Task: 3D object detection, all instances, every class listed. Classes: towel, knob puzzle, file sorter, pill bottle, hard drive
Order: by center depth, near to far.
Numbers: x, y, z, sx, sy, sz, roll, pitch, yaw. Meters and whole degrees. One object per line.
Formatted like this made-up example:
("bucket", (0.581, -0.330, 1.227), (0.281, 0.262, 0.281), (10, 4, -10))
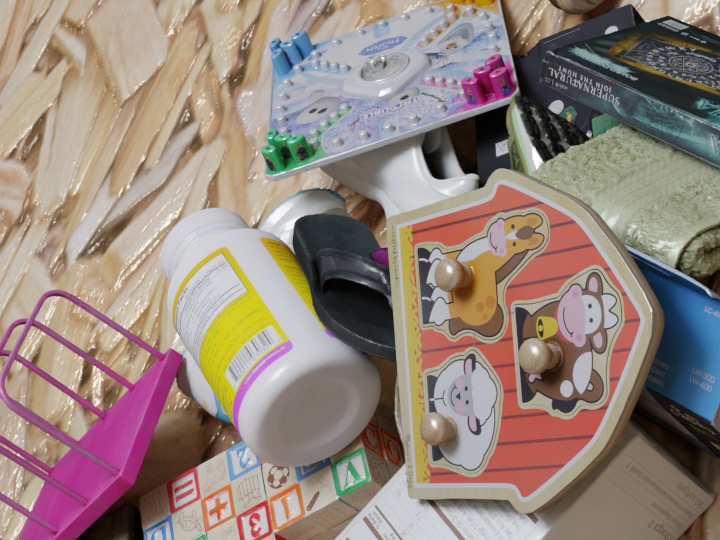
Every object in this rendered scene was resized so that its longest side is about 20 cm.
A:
("knob puzzle", (0.084, 0.039, 0.872), (0.219, 0.030, 0.220), (-5, 84, 48))
("towel", (0.210, -0.060, 0.983), (0.200, 0.037, 0.148), (-27, 40, -35))
("pill bottle", (-0.073, 0.040, 1.094), (0.104, 0.104, 0.200), (-45, 46, 8))
("hard drive", (0.153, -0.086, 1.123), (0.140, 0.038, 0.200), (-20, 53, 28))
("file sorter", (-0.256, 0.131, 1.185), (0.200, 0.125, 0.139), (-43, 19, 36))

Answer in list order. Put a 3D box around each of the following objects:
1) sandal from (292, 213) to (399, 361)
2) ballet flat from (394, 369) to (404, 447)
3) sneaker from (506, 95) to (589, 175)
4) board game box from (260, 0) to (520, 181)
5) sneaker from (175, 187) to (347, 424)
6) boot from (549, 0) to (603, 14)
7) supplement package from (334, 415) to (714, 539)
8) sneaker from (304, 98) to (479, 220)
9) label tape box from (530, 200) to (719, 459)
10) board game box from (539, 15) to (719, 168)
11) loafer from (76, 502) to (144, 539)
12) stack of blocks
("sandal", (-0.001, 0.000, 1.040), (0.200, 0.075, 0.048), (-127, 40, -55))
("ballet flat", (0.059, 0.056, 1.066), (0.070, 0.065, 0.200), (9, 59, 0))
("sneaker", (0.118, -0.037, 1.054), (0.089, 0.077, 0.200), (-41, 39, 35))
("board game box", (0.018, -0.159, 1.202), (0.200, 0.026, 0.200), (-17, 33, 10))
("sneaker", (-0.060, 0.030, 1.203), (0.081, 0.076, 0.200), (31, 93, 38))
("boot", (0.143, -0.281, 1.244), (0.166, 0.072, 0.200), (-8, 61, 49))
("supplement package", (0.098, 0.161, 0.962), (0.200, 0.117, 0.117), (-48, 46, 5))
("sneaker", (0.028, -0.094, 1.184), (0.200, 0.075, 0.089), (44, 128, 36))
("label tape box", (0.181, 0.049, 0.905), (0.143, 0.200, 0.066), (30, 87, 44))
("board game box", (0.235, -0.113, 1.008), (0.200, 0.135, 0.028), (33, 130, 40))
("loafer", (-0.187, 0.248, 1.127), (0.067, 0.076, 0.200), (-25, 20, 6))
("stack of blocks", (-0.062, 0.181, 1.115), (0.200, 0.059, 0.115), (-31, 49, 20))
